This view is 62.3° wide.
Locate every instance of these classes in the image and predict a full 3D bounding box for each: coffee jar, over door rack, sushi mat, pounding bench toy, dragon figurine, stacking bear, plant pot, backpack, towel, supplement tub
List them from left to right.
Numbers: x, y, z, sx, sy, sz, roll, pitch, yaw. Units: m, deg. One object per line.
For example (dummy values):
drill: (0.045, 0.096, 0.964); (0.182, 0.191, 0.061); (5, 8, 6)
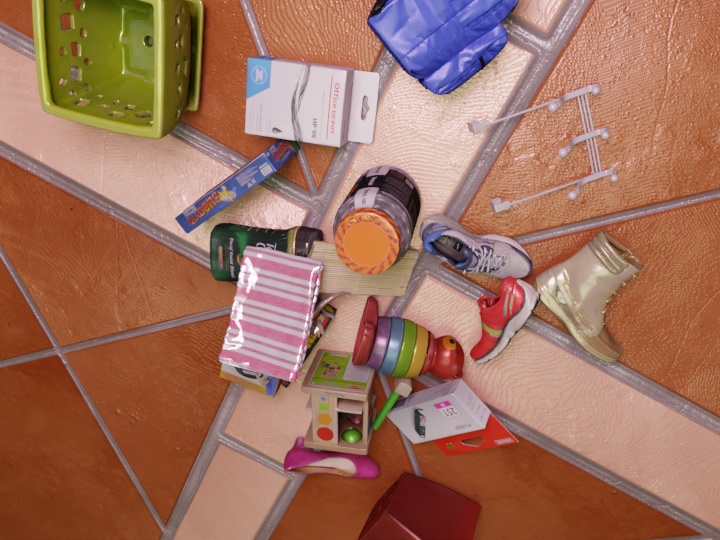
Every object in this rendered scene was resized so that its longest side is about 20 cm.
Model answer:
plant pot: (-0.347, -0.333, 0.902); (0.196, 0.182, 0.202); (14, 118, 6)
coffee jar: (-0.162, -0.029, 1.055); (0.197, 0.085, 0.106); (2, 100, 11)
towel: (-0.147, 0.068, 0.976); (0.144, 0.030, 0.203); (11, 86, 17)
dragon figurine: (-0.105, 0.100, 1.041); (0.059, 0.099, 0.201); (37, 84, -15)
sushi mat: (0.000, 0.000, 1.026); (0.197, 0.012, 0.097); (4, 121, -23)
pounding bench toy: (0.000, 0.261, 1.139); (0.197, 0.125, 0.158); (5, 116, 10)
supplement tub: (0.027, -0.080, 0.928); (0.121, 0.200, 0.124); (5, 116, 10)
stacking bear: (0.092, 0.141, 1.075); (0.197, 0.122, 0.115); (15, 124, -4)
plant pot: (0.107, 0.544, 1.223); (0.176, 0.200, 0.201); (38, 118, 6)
backpack: (0.125, -0.353, 0.806); (0.199, 0.163, 0.168); (-40, 111, 13)
over door rack: (0.276, -0.177, 0.903); (0.197, 0.067, 0.149); (-14, 111, 18)

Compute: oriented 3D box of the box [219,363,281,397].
box: (-0.191, 0.136, 1.125); (0.118, 0.042, 0.202); (19, 120, 3)

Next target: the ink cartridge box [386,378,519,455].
ink cartridge box: (0.168, 0.297, 1.126); (0.174, 0.044, 0.199); (47, 138, -10)

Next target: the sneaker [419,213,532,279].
sneaker: (0.188, -0.022, 0.985); (0.197, 0.085, 0.078); (19, 118, 2)

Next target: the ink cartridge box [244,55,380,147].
ink cartridge box: (-0.076, -0.263, 0.934); (0.197, 0.067, 0.117); (10, 111, 8)

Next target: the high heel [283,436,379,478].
high heel: (-0.060, 0.412, 1.240); (0.198, 0.096, 0.068); (22, 118, 1)

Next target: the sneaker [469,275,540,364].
sneaker: (0.233, 0.082, 1.027); (0.085, 0.077, 0.201); (37, 134, 13)

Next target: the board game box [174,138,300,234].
board game box: (-0.201, -0.146, 0.985); (0.199, 0.136, 0.035); (-30, 107, 22)

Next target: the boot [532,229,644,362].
boot: (0.403, 0.045, 0.977); (0.200, 0.073, 0.155); (46, 119, -4)

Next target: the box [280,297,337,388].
box: (-0.151, 0.118, 1.152); (0.136, 0.040, 0.201); (33, 117, -3)
